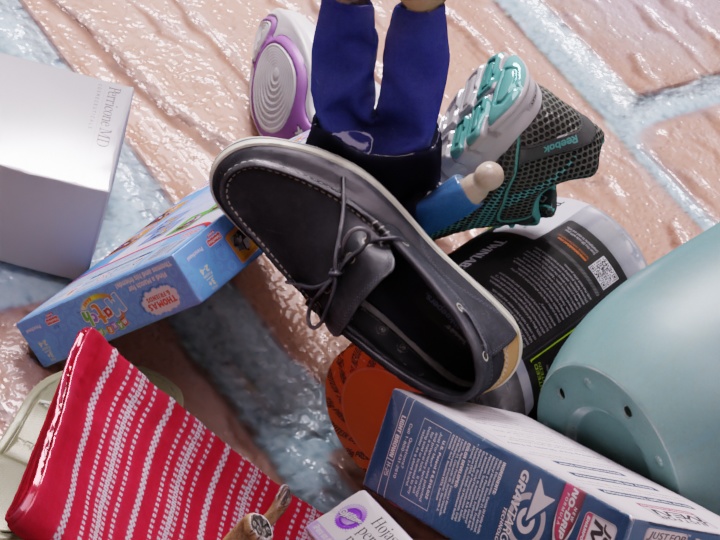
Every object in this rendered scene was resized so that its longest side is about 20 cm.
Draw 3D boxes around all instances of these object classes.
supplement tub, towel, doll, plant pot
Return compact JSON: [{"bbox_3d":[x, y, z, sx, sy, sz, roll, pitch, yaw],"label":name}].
[{"bbox_3d":[0.078,0.046,1.346,0.123,0.123,0.200,40,44,19],"label":"supplement tub"},{"bbox_3d":[-0.093,0.134,1.193,0.200,0.022,0.145,41,37,-23],"label":"towel"},{"bbox_3d":[0.013,-0.067,1.247,0.136,0.200,0.048,11,31,9],"label":"doll"},{"bbox_3d":[0.197,0.081,1.261,0.161,0.201,0.201,-22,57,-27],"label":"plant pot"}]

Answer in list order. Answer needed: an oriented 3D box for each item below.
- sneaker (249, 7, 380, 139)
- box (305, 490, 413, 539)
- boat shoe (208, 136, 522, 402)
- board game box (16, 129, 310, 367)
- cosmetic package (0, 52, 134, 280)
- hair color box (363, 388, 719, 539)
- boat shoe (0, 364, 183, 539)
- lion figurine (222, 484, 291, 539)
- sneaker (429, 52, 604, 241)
[{"bbox_3d":[-0.006,-0.094,1.510,0.100,0.075,0.200,-3,50,-43],"label":"sneaker"},{"bbox_3d":[0.040,0.178,1.098,0.039,0.041,0.200,-32,38,-14],"label":"box"},{"bbox_3d":[0.000,0.000,1.218,0.200,0.075,0.062,39,28,1],"label":"boat shoe"},{"bbox_3d":[-0.090,-0.022,1.336,0.200,0.151,0.037,-42,104,-44],"label":"board game box"},{"bbox_3d":[-0.247,-0.077,1.374,0.200,0.081,0.113,12,41,-8],"label":"cosmetic package"},{"bbox_3d":[0.101,0.125,1.169,0.100,0.061,0.200,13,7,-37],"label":"hair color box"},{"bbox_3d":[-0.165,0.115,1.219,0.075,0.068,0.200,28,31,14],"label":"boat shoe"},{"bbox_3d":[-0.054,0.216,1.108,0.072,0.122,0.200,20,44,-34],"label":"lion figurine"},{"bbox_3d":[0.069,-0.047,1.327,0.091,0.200,0.078,26,59,-18],"label":"sneaker"}]
